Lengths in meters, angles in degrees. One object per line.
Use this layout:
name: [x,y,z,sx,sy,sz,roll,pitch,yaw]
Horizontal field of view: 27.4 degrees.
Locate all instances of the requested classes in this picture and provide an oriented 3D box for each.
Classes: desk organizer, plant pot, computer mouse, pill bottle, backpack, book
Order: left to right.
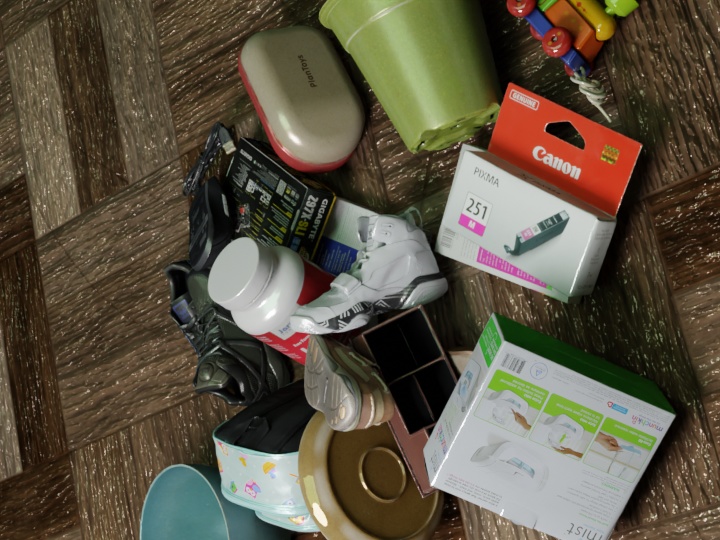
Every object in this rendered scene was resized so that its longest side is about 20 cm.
computer mouse: [-0.181,-0.097,1.910,0.141,0.046,0.200,-59,28,32]
plant pot: [-0.167,0.339,1.850,0.200,0.134,0.201,-2,88,50]
pill bottle: [-0.082,0.041,1.767,0.112,0.200,0.113,-27,48,33]
backpack: [-0.071,0.221,1.752,0.175,0.200,0.154,12,107,38]
plant pot: [0.020,0.233,1.673,0.027,0.199,0.201,-32,64,48]
desk organizer: [0.070,0.146,1.673,0.201,0.072,0.077,65,155,7]
plant pot: [0.079,-0.245,1.711,0.200,0.200,0.191,-27,81,34]
book: [0.180,-0.055,1.677,0.200,0.048,0.134,24,102,40]

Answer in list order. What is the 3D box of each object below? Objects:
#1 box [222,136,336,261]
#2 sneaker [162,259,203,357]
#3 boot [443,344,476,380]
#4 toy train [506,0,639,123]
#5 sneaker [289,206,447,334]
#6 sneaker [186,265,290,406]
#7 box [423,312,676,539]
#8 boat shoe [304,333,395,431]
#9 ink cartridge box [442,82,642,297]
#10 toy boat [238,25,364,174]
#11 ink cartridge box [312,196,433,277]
box: [-0.121,-0.064,1.893,0.200,0.049,0.160,38,113,52]
sneaker: [-0.211,0.078,1.964,0.070,0.078,0.201,-35,63,31]
boot: [0.155,0.156,1.663,0.200,0.070,0.147,-5,93,51]
toy train: [0.259,-0.264,1.618,0.116,0.085,0.200,-43,59,12]
sneaker: [0.000,0.000,1.706,0.075,0.199,0.115,1,107,67]
sneaker: [-0.179,0.085,1.880,0.076,0.114,0.200,-32,83,40]
box: [0.192,0.171,1.533,0.097,0.199,0.177,-98,32,-72]
boat shoe: [-0.014,0.127,1.653,0.200,0.071,0.076,-126,44,-63]
ink cartridge box: [0.194,-0.091,1.608,0.200,0.043,0.174,32,114,39]
toy boat: [-0.081,-0.204,1.881,0.201,0.130,0.131,65,153,25]
ink cartridge box: [-0.005,-0.032,1.833,0.200,0.037,0.095,22,99,37]
